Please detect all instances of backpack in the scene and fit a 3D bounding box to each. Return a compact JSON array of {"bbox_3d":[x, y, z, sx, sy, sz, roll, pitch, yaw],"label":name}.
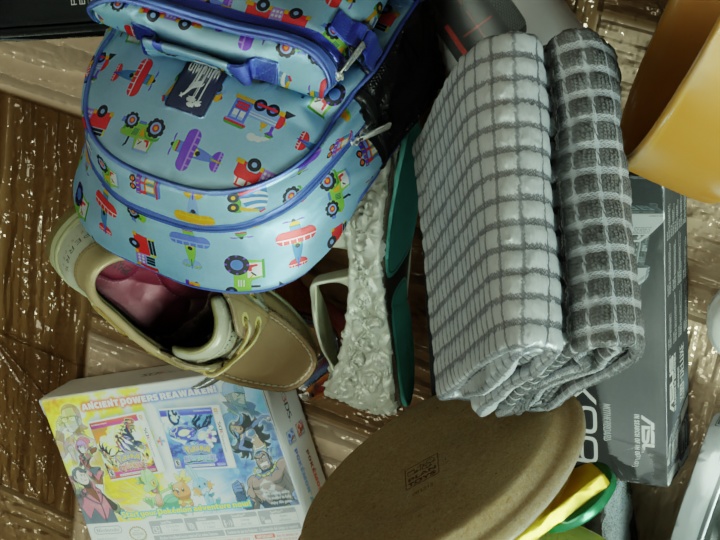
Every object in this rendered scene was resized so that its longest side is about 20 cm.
[{"bbox_3d":[-0.069,-0.097,0.897,0.182,0.200,0.135,23,154,19],"label":"backpack"}]

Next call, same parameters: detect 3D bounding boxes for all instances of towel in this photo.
[{"bbox_3d":[0.088,-0.016,0.862,0.085,0.200,0.166,-3,76,-8],"label":"towel"}]

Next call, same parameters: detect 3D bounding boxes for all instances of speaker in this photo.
[{"bbox_3d":[0.053,-0.180,0.956,0.081,0.081,0.200,-33,93,33],"label":"speaker"}]

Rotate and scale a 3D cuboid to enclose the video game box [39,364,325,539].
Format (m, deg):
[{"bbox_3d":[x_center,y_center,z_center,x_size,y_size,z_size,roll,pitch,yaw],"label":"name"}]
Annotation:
[{"bbox_3d":[-0.120,0.157,1.203,0.200,0.047,0.182,-9,107,30],"label":"video game box"}]

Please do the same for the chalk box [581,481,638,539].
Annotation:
[{"bbox_3d":[0.110,0.233,1.066,0.124,0.125,0.200,-1,108,28],"label":"chalk box"}]

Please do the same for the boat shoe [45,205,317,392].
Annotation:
[{"bbox_3d":[-0.099,0.031,0.989,0.074,0.200,0.066,-54,36,10],"label":"boat shoe"}]

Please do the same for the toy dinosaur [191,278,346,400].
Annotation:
[{"bbox_3d":[-0.069,0.015,1.058,0.181,0.105,0.200,16,145,-21],"label":"toy dinosaur"}]

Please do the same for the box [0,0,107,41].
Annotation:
[{"bbox_3d":[-0.183,-0.245,1.025,0.164,0.086,0.200,2,98,28],"label":"box"}]

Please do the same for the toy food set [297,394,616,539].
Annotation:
[{"bbox_3d":[0.046,0.135,0.957,0.200,0.198,0.049,-35,109,-4],"label":"toy food set"}]

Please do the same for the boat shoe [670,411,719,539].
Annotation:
[{"bbox_3d":[0.219,0.183,1.024,0.057,0.069,0.200,20,116,19],"label":"boat shoe"}]

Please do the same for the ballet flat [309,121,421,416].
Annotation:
[{"bbox_3d":[0.000,0.000,1.004,0.072,0.072,0.200,12,116,23],"label":"ballet flat"}]

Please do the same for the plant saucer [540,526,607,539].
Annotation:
[{"bbox_3d":[0.100,0.238,0.983,0.200,0.031,0.200,10,113,24],"label":"plant saucer"}]

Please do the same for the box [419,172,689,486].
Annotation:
[{"bbox_3d":[0.120,0.026,1.021,0.158,0.050,0.200,6,112,26],"label":"box"}]

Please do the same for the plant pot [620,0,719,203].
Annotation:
[{"bbox_3d":[0.254,-0.105,0.828,0.183,0.200,0.200,25,121,-1],"label":"plant pot"}]

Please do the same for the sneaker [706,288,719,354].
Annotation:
[{"bbox_3d":[0.283,0.030,0.915,0.200,0.088,0.075,-5,109,29],"label":"sneaker"}]
